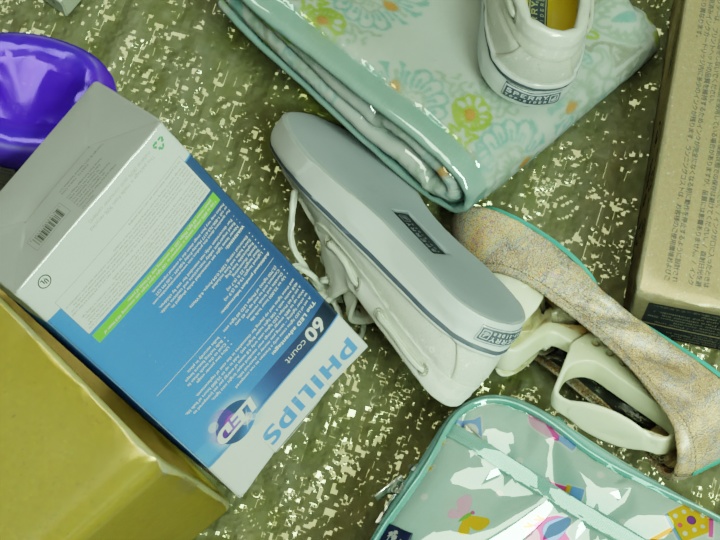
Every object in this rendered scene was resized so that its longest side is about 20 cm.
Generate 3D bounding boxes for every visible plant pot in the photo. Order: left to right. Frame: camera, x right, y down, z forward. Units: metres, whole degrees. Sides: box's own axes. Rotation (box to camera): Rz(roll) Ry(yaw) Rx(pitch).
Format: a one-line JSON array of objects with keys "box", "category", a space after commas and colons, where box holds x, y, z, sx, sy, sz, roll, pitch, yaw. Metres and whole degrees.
[{"box": [-0.212, 0.108, 1.168, 0.200, 0.196, 0.194, -45, 77, -4], "category": "plant pot"}]

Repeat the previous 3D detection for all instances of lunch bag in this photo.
[{"box": [0.097, 0.161, 1.205, 0.200, 0.077, 0.161, 31, 75, 9], "category": "lunch bag"}]

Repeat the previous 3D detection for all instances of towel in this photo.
[{"box": [0.040, -0.143, 1.300, 0.200, 0.048, 0.171, 43, 62, 12], "category": "towel"}]

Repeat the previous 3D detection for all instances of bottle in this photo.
[{"box": [-0.156, -0.054, 1.209, 0.083, 0.200, 0.065, 11, 72, 4], "category": "bottle"}]

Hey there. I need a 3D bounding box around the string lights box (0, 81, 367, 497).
[{"box": [-0.090, 0.014, 1.143, 0.103, 0.200, 0.059, -50, 46, -8], "category": "string lights box"}]

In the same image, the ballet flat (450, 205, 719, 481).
[{"box": [0.108, 0.038, 1.235, 0.200, 0.068, 0.067, 36, 58, 24], "category": "ballet flat"}]

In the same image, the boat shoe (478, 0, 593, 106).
[{"box": [0.093, -0.192, 1.256, 0.074, 0.086, 0.202, 9, 58, -10], "category": "boat shoe"}]

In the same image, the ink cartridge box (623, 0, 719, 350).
[{"box": [0.236, -0.054, 1.278, 0.164, 0.075, 0.200, 12, 72, 2], "category": "ink cartridge box"}]

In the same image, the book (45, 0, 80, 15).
[{"box": [-0.204, -0.254, 1.360, 0.200, 0.048, 0.134, 36, 79, 9], "category": "book"}]

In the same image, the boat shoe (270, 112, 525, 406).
[{"box": [0.004, 0.001, 1.259, 0.202, 0.075, 0.086, 47, 118, 35], "category": "boat shoe"}]
